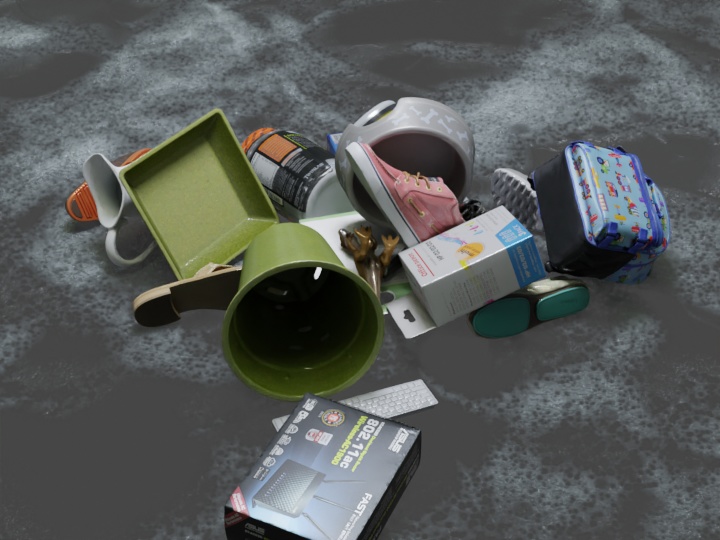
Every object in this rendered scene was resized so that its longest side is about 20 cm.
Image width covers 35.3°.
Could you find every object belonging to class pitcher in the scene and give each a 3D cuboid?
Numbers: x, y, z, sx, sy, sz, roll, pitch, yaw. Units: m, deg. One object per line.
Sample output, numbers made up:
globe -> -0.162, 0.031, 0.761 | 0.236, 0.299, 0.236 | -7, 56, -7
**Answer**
pitcher -> -0.305, -0.097, 1.701 | 0.200, 0.172, 0.121 | -9, 5, -44

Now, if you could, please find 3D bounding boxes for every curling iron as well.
curling iron -> 0.102, -0.048, 1.601 | 0.200, 0.026, 0.050 | -33, 27, -25

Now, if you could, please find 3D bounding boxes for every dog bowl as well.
dog bowl -> 0.065, -0.140, 1.566 | 0.199, 0.200, 0.059 | -4, 40, -2

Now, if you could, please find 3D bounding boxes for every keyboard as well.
keyboard -> -0.006, 0.174, 1.390 | 0.199, 0.011, 0.056 | -13, 37, -16

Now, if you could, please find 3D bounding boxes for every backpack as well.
backpack -> 0.353, -0.076, 1.570 | 0.200, 0.135, 0.183 | 11, 58, -29

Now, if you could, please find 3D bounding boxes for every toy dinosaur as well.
toy dinosaur -> 0.016, 0.001, 1.526 | 0.060, 0.106, 0.200 | 0, 42, -14

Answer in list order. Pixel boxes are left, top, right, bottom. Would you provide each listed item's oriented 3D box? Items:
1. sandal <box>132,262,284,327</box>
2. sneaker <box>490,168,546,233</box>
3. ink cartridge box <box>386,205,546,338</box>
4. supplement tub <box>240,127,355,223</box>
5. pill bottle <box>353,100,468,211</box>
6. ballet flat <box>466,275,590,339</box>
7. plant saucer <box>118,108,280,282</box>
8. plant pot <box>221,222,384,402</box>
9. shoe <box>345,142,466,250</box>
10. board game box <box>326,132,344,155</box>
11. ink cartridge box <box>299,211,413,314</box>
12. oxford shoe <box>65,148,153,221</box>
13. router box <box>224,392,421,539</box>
sandal -> -0.213, 0.016, 1.566 | 0.211, 0.078, 0.070 | -14, 43, -8
sneaker -> 0.288, -0.098, 1.721 | 0.200, 0.075, 0.082 | 34, 41, 24
ink cartridge box -> 0.126, 0.001, 1.481 | 0.200, 0.068, 0.115 | -25, 26, -4
supplement tub -> -0.097, -0.141, 1.742 | 0.122, 0.123, 0.200 | -25, 41, -30
pill bottle -> 0.071, -0.149, 1.698 | 0.200, 0.112, 0.112 | 49, 51, 5
ballet flat -> 0.217, 0.048, 1.523 | 0.199, 0.068, 0.062 | -9, 24, -26
plant saucer -> -0.240, -0.102, 1.648 | 0.200, 0.200, 0.048 | -40, 22, -33
plant pot -> -0.082, 0.032, 1.448 | 0.199, 0.201, 0.190 | -6, 30, -7
shoe -> 0.063, -0.109, 1.514 | 0.091, 0.200, 0.071 | -36, 28, -1
board game box -> 0.041, -0.167, 1.840 | 0.152, 0.045, 0.200 | -9, 36, -11
ink cartridge box -> 0.000, 0.000, 1.608 | 0.145, 0.048, 0.200 | -9, 51, -9
oxford shoe -> -0.405, -0.132, 1.807 | 0.073, 0.071, 0.200 | -1, 25, 36
router box -> -0.038, 0.237, 1.250 | 0.149, 0.062, 0.200 | 16, 41, 19
